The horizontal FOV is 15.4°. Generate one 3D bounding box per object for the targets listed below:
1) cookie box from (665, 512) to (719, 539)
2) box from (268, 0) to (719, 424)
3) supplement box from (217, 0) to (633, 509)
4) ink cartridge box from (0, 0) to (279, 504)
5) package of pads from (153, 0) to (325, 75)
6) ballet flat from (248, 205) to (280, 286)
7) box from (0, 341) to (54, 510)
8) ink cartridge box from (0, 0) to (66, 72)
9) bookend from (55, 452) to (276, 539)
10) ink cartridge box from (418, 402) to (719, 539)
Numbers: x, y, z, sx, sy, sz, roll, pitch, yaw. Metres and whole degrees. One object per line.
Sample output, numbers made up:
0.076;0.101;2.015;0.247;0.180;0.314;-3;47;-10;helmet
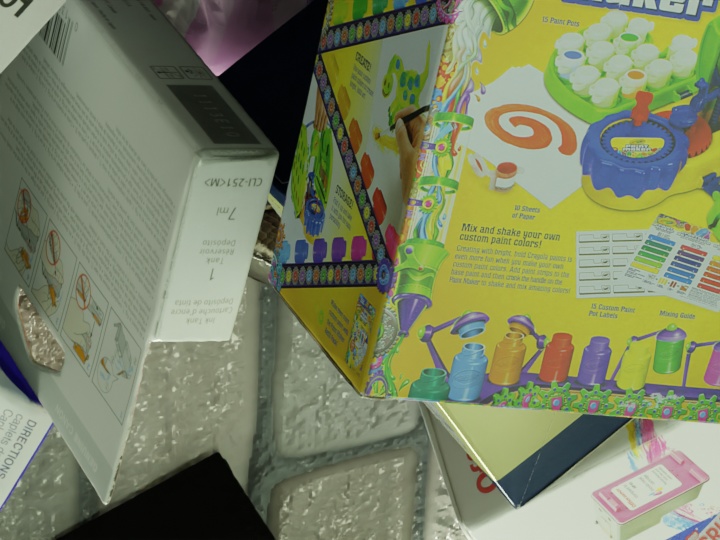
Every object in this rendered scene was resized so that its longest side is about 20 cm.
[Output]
0.201;0.139;1.484;0.171;0.075;0.200;-40;174;0;cookie box
0.091;-0.054;1.048;0.199;0.122;0.194;6;109;-23;box
0.073;-0.045;1.193;0.200;0.134;0.200;-38;121;-3;supplement box
-0.113;-0.024;1.180;0.043;0.200;0.175;-2;122;-30;ink cartridge box
0.005;-0.151;1.245;0.199;0.076;0.121;0;123;-30;package of pads
0.000;0.000;1.339;0.199;0.067;0.047;22;85;-19;ballet flat
-0.273;0.084;1.202;0.199;0.105;0.185;28;97;-34;box
-0.219;-0.130;1.123;0.200;0.086;0.146;-46;130;8;ink cartridge box
-0.117;0.234;1.428;0.199;0.092;0.200;-27;131;-10;bookend
0.137;0.061;1.389;0.199;0.145;0.085;-27;134;11;ink cartridge box
